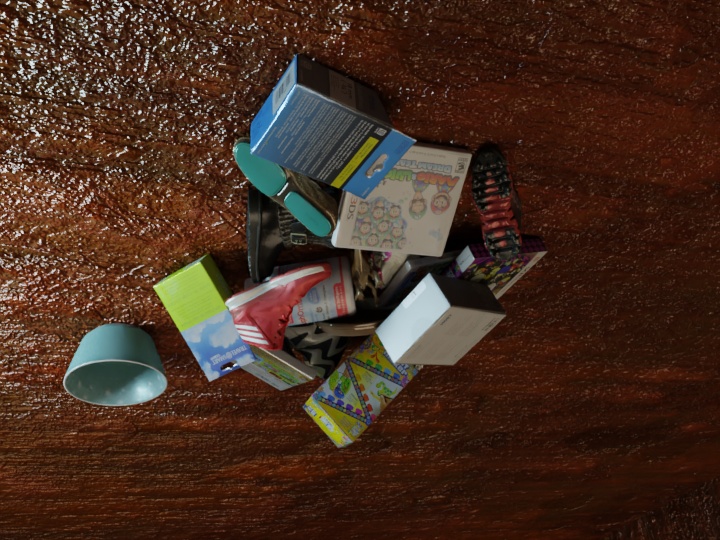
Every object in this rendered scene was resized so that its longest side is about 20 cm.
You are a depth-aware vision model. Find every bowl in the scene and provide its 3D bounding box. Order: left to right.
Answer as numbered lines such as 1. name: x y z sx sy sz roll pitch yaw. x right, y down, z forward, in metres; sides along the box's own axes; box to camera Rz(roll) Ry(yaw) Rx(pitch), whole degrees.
1. bowl: -0.483 0.179 1.516 0.195 0.107 0.203 -6 146 -4

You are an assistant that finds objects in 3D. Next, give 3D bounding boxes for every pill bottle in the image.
1. pill bottle: -0.109 0.042 1.397 0.194 0.111 0.110 -9 147 0

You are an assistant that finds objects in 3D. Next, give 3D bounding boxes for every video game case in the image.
1. video game case: -0.202 0.172 1.509 0.198 0.023 0.181 33 153 -16
2. video game case: 0.065 -0.115 1.214 0.195 0.024 0.186 4 117 -21
3. video game case: 0.139 0.010 1.434 0.196 0.018 0.144 -12 154 -33
4. video game case: 0.233 0.008 1.451 0.196 0.036 0.182 -6 149 -36

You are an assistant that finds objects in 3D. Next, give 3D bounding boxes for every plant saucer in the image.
1. plant saucer: 0.006 0.088 1.452 0.194 0.030 0.200 -7 -170 1

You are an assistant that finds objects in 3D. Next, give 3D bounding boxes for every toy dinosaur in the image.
1. toy dinosaur: 0.000 0.000 1.355 0.057 0.102 0.203 -17 141 -10

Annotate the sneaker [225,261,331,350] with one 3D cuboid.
1. sneaker: -0.126 0.066 1.312 0.196 0.118 0.078 -22 180 11

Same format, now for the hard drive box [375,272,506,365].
1. hard drive box: 0.149 0.094 1.380 0.156 0.078 0.198 -47 148 24

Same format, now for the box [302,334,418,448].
1. box: -0.005 0.244 1.556 0.192 0.122 0.200 -43 175 -18

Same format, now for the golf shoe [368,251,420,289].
1. golf shoe: 0.067 -0.042 1.362 0.089 0.077 0.201 -13 155 -13

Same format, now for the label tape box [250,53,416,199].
1. label tape box: -0.040 -0.198 1.086 0.196 0.065 0.144 19 138 -29

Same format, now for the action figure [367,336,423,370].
1. action figure: 0.090 0.148 1.612 0.117 0.104 0.199 26 132 -32

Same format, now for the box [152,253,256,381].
1. box: -0.273 0.087 1.375 0.120 0.048 0.203 -24 102 23

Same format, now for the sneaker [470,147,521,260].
1. sneaker: 0.228 -0.122 1.273 0.069 0.099 0.204 -6 125 19

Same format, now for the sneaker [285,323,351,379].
1. sneaker: -0.094 0.109 1.544 0.200 0.130 0.079 48 165 -14

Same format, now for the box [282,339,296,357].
1. box: -0.206 0.161 1.563 0.133 0.038 0.201 14 153 21

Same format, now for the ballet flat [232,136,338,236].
1. ballet flat: -0.110 -0.134 1.162 0.070 0.066 0.200 -33 111 34

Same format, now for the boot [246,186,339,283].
1. boot: -0.113 -0.054 1.280 0.153 0.081 0.213 -2 146 -11
